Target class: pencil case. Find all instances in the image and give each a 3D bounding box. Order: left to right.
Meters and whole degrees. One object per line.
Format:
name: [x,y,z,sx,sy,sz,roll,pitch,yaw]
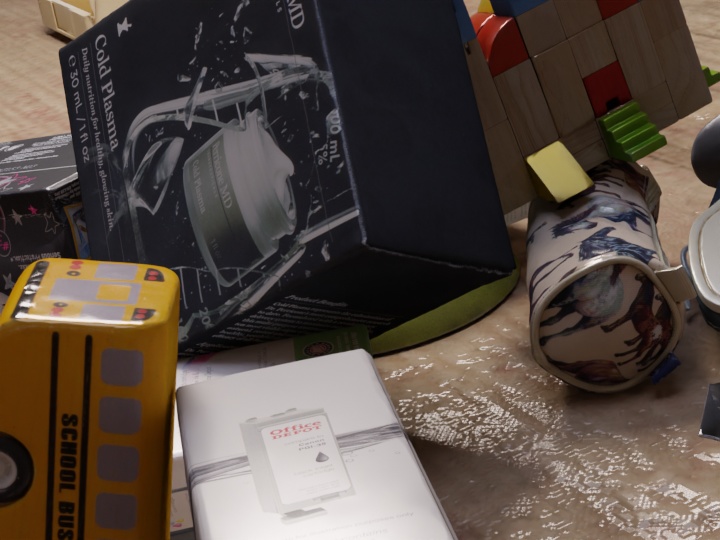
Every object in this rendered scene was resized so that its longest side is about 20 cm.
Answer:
pencil case: [0.137,-0.006,1.001,0.089,0.078,0.200,-17,20,11]

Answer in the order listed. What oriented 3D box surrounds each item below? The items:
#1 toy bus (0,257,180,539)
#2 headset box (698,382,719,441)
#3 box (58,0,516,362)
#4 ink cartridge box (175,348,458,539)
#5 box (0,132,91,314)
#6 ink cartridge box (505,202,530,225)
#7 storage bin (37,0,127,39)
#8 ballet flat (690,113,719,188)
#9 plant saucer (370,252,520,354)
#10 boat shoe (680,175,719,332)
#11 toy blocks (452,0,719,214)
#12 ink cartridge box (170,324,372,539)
toy bus: [-0.115,0.099,0.704,0.078,0.201,0.065,4,22,-2]
headset box: [0.249,0.062,0.777,0.199,0.075,0.149,-3,23,19]
box: [-0.044,-0.061,0.952,0.196,0.201,0.124,-27,-23,36]
ink cartridge box: [-0.009,0.135,0.626,0.082,0.147,0.200,-10,20,-6]
box: [-0.192,-0.015,1.116,0.199,0.115,0.132,-3,22,42]
ink cartridge box: [0.005,-0.051,1.153,0.199,0.041,0.199,-23,24,-29]
storage bin: [-0.241,-0.320,1.974,0.198,0.094,0.200,-19,23,-21]
ballet flat: [0.312,-0.089,1.142,0.199,0.073,0.073,-13,21,-9]
plant saucer: [0.000,0.000,1.126,0.199,0.031,0.200,-10,21,4]
boat shoe: [0.219,-0.016,1.006,0.074,0.062,0.200,9,34,8]
toy blocks: [0.110,-0.128,1.029,0.199,0.137,0.100,-28,19,-15]
ink cartridge box: [-0.085,0.094,0.877,0.199,0.068,0.117,-10,21,0]
